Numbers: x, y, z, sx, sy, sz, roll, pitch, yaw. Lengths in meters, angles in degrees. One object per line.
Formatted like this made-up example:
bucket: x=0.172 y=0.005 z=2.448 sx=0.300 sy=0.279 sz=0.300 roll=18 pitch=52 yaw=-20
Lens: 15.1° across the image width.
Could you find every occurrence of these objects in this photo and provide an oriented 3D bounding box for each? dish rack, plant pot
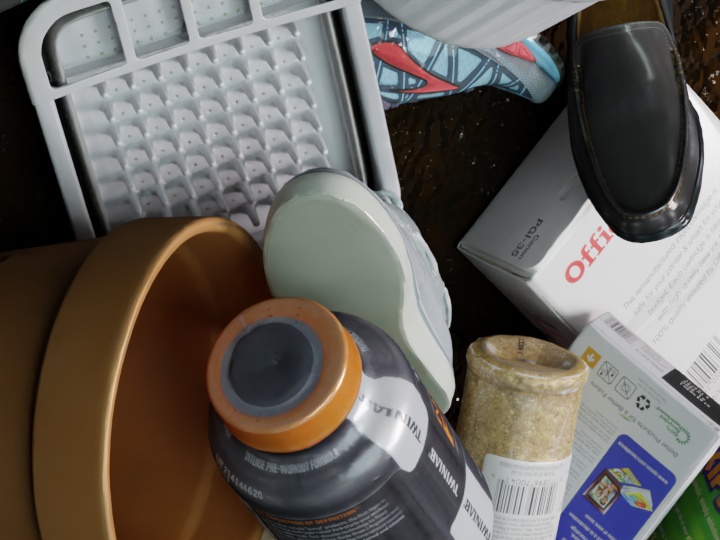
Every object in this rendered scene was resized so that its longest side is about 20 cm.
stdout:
dish rack: x=-0.076 y=-0.081 z=1.381 sx=0.171 sy=0.044 sz=0.201 roll=-19 pitch=126 yaw=-7
plant pot: x=-0.137 y=0.068 z=1.336 sx=0.200 sy=0.139 sz=0.201 roll=6 pitch=90 yaw=-67

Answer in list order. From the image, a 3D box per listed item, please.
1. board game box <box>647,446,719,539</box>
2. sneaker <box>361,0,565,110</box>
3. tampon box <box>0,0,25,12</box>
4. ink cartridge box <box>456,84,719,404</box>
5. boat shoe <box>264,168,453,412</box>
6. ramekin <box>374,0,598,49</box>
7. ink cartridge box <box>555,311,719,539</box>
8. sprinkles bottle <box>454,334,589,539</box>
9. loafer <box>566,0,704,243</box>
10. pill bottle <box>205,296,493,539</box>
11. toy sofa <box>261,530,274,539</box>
board game box: x=0.178 y=0.149 z=1.540 sx=0.030 sy=0.096 sz=0.200 roll=22 pitch=133 yaw=-24
sneaker: x=0.016 y=-0.124 z=1.452 sx=0.199 sy=0.079 sz=0.096 roll=22 pitch=106 yaw=-27
tampon box: x=-0.215 y=-0.219 z=1.242 sx=0.149 sy=0.126 sz=0.201 roll=-27 pitch=116 yaw=-22
ink cartridge box: x=0.174 y=-0.003 z=1.564 sx=0.147 sy=0.083 sz=0.200 roll=-51 pitch=123 yaw=-8
boat shoe: x=0.001 y=0.000 z=1.382 sx=0.070 sy=0.072 sz=0.201 roll=-7 pitch=144 yaw=14
ramekin: x=0.062 y=-0.210 z=1.381 sx=0.200 sy=0.098 sz=0.202 roll=19 pitch=57 yaw=-32
ink cartridge box: x=0.114 y=0.128 z=1.508 sx=0.200 sy=0.095 sz=0.037 roll=-56 pitch=165 yaw=23
sprinkles bottle: x=0.074 y=0.138 z=1.474 sx=0.068 sy=0.068 sz=0.201 roll=0 pitch=109 yaw=-31
loafer: x=0.139 y=-0.108 z=1.457 sx=0.072 sy=0.201 sz=0.072 roll=-13 pitch=146 yaw=8
pill bottle: x=-0.009 y=0.089 z=1.330 sx=0.106 sy=0.106 sz=0.200 roll=-48 pitch=148 yaw=-10
toy sofa: x=-0.068 y=0.154 z=1.466 sx=0.199 sy=0.083 sz=0.098 roll=-26 pitch=115 yaw=-22
